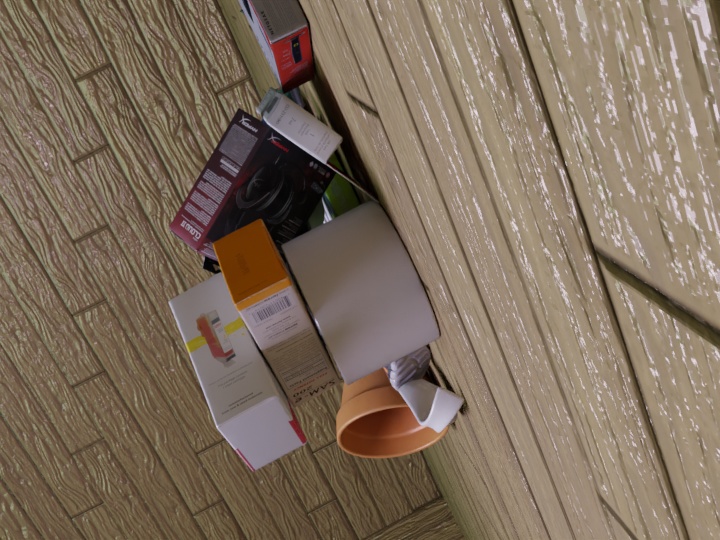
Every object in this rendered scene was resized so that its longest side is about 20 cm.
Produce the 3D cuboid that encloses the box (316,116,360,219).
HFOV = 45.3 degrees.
[{"bbox_3d":[-0.043,-0.134,1.364,0.203,0.047,0.122,64,176,-2],"label":"box"}]

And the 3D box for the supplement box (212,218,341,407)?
[{"bbox_3d":[-0.102,0.055,1.075,0.127,0.073,0.202,60,174,47],"label":"supplement box"}]

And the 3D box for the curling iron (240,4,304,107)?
[{"bbox_3d":[-0.126,-0.334,1.314,0.049,0.026,0.201,10,140,39],"label":"curling iron"}]

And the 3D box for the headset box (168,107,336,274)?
[{"bbox_3d":[-0.145,-0.085,1.135,0.077,0.202,0.148,33,-178,39],"label":"headset box"}]

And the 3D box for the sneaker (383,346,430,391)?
[{"bbox_3d":[0.040,0.101,1.319,0.112,0.077,0.201,44,165,36],"label":"sneaker"}]

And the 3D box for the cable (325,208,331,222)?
[{"bbox_3d":[-0.070,-0.106,1.804,0.201,0.068,0.201,69,175,-53],"label":"cable"}]

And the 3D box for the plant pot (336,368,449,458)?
[{"bbox_3d":[0.049,0.222,1.515,0.201,0.196,0.142,68,-169,-55],"label":"plant pot"}]

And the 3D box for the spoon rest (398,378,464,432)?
[{"bbox_3d":[0.104,0.197,1.254,0.098,0.061,0.200,26,174,0],"label":"spoon rest"}]

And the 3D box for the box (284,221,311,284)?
[{"bbox_3d":[-0.108,0.023,1.276,0.115,0.130,0.203,141,109,-89],"label":"box"}]

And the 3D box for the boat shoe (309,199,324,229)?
[{"bbox_3d":[-0.104,-0.131,1.328,0.202,0.070,0.063,74,173,-46],"label":"boat shoe"}]

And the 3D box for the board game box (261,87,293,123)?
[{"bbox_3d":[-0.116,-0.216,1.482,0.201,0.044,0.154,-87,-24,-60],"label":"board game box"}]

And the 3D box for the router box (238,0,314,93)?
[{"bbox_3d":[-0.121,-0.337,1.042,0.180,0.048,0.203,93,151,-83],"label":"router box"}]

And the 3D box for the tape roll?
[{"bbox_3d":[-0.001,0.028,1.122,0.205,0.138,0.203,63,176,7],"label":"tape roll"}]

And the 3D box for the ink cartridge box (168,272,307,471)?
[{"bbox_3d":[-0.155,0.127,1.091,0.201,0.082,0.146,61,175,35],"label":"ink cartridge box"}]

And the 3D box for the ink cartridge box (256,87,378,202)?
[{"bbox_3d":[-0.051,-0.169,1.133,0.172,0.044,0.200,33,-174,-16],"label":"ink cartridge box"}]
